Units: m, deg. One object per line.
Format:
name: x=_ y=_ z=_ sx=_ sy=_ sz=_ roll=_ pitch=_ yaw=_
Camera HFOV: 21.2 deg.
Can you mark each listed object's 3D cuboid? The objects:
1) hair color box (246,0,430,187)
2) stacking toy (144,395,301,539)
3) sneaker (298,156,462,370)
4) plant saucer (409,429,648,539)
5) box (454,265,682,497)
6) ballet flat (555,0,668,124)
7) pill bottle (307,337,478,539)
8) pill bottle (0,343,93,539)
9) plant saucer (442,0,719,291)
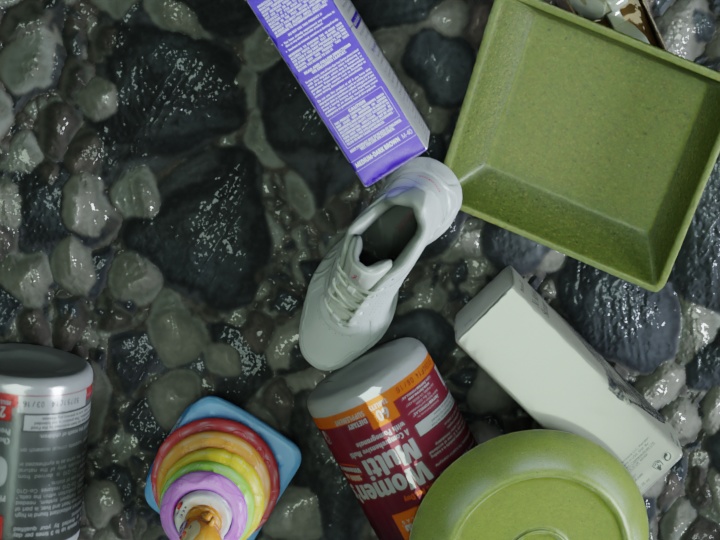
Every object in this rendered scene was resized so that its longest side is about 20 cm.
hair color box: x=-0.023 y=-0.171 z=1.501 sx=0.065 sy=0.109 sz=0.201 roll=-30 pitch=99 yaw=9
stacking toy: x=-0.121 y=0.189 z=1.535 sx=0.109 sy=0.200 sz=0.116 roll=31 pitch=102 yaw=-5
sneaker: x=0.000 y=0.000 z=1.533 sx=0.078 sy=0.099 sz=0.201 roll=33 pitch=111 yaw=8
plant saucer: x=0.137 y=0.225 z=1.527 sx=0.199 sy=0.031 sz=0.201 roll=-3 pitch=107 yaw=-10
box: x=0.168 y=0.093 z=1.568 sx=0.068 sy=0.082 sz=0.200 roll=-44 pitch=99 yaw=10
ballet flat: x=0.205 y=-0.195 z=1.510 sx=0.068 sy=0.067 sz=0.201 roll=-33 pitch=99 yaw=-1
pill bottle: x=0.047 y=0.165 z=1.571 sx=0.109 sy=0.110 sz=0.201 roll=-27 pitch=100 yaw=7
pill bottle: x=-0.283 y=0.170 z=1.580 sx=0.113 sy=0.114 sz=0.201 roll=7 pitch=102 yaw=0
plant saucer: x=0.178 y=-0.108 z=1.501 sx=0.199 sy=0.048 sz=0.200 roll=23 pitch=126 yaw=9
